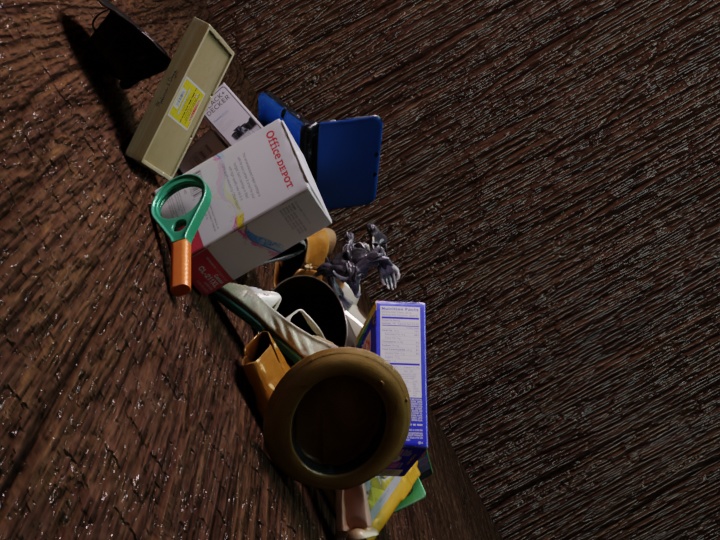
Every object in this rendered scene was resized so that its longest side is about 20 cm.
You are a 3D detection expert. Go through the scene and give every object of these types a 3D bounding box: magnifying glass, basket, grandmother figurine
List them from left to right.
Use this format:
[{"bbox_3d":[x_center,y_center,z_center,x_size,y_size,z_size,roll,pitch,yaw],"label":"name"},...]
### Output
[{"bbox_3d":[-0.221,-0.047,1.491,0.022,0.079,0.201,61,15,-45],"label":"magnifying glass"},{"bbox_3d":[-0.059,0.133,1.832,0.200,0.135,0.182,61,11,-57],"label":"basket"},{"bbox_3d":[-0.016,0.248,1.588,0.121,0.060,0.203,-15,-99,54],"label":"grandmother figurine"}]

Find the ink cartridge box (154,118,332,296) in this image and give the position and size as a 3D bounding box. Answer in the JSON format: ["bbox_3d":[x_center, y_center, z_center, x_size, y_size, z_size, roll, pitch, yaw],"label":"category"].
[{"bbox_3d":[-0.153,-0.082,1.578,0.083,0.198,0.147,55,8,-48],"label":"ink cartridge box"}]

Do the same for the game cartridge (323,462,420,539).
[{"bbox_3d":[0.007,0.272,1.747,0.178,0.032,0.200,62,36,-11],"label":"game cartridge"}]

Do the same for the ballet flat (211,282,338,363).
[{"bbox_3d":[-0.114,0.067,1.652,0.200,0.063,0.067,41,-17,-12],"label":"ballet flat"}]

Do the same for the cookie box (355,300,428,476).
[{"bbox_3d":[0.040,0.165,1.664,0.171,0.074,0.202,113,-21,-66],"label":"cookie box"}]

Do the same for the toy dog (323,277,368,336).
[{"bbox_3d":[-0.032,0.087,2.053,0.202,0.192,0.139,69,18,7],"label":"toy dog"}]

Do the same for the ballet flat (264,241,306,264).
[{"bbox_3d":[-0.144,-0.029,1.685,0.056,0.067,0.200,25,27,22],"label":"ballet flat"}]

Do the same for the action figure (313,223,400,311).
[{"bbox_3d":[0.000,0.000,1.837,0.200,0.118,0.103,-67,138,-70],"label":"action figure"}]

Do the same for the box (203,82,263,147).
[{"bbox_3d":[-0.156,-0.182,1.845,0.200,0.060,0.117,48,0,12],"label":"box"}]

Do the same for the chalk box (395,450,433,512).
[{"bbox_3d":[0.036,0.280,1.921,0.124,0.123,0.201,74,-10,-60],"label":"chalk box"}]

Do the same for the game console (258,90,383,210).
[{"bbox_3d":[-0.068,-0.194,1.933,0.170,0.118,0.201,40,-32,25],"label":"game console"}]

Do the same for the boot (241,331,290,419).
[{"bbox_3d":[-0.100,0.145,1.611,0.201,0.070,0.145,-64,133,-76],"label":"boot"}]

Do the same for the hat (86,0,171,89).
[{"bbox_3d":[-0.318,-0.294,1.655,0.200,0.081,0.201,40,1,-1],"label":"hat"}]

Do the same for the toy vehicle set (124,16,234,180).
[{"bbox_3d":[-0.238,-0.225,1.615,0.026,0.202,0.124,25,-4,11],"label":"toy vehicle set"}]

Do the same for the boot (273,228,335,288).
[{"bbox_3d":[-0.105,0.025,1.891,0.070,0.203,0.144,24,15,16],"label":"boot"}]

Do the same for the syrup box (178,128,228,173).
[{"bbox_3d":[-0.213,-0.143,1.924,0.082,0.079,0.200,49,1,15],"label":"syrup box"}]

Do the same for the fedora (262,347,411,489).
[{"bbox_3d":[-0.032,0.173,1.504,0.202,0.199,0.082,59,4,-25],"label":"fedora"}]
